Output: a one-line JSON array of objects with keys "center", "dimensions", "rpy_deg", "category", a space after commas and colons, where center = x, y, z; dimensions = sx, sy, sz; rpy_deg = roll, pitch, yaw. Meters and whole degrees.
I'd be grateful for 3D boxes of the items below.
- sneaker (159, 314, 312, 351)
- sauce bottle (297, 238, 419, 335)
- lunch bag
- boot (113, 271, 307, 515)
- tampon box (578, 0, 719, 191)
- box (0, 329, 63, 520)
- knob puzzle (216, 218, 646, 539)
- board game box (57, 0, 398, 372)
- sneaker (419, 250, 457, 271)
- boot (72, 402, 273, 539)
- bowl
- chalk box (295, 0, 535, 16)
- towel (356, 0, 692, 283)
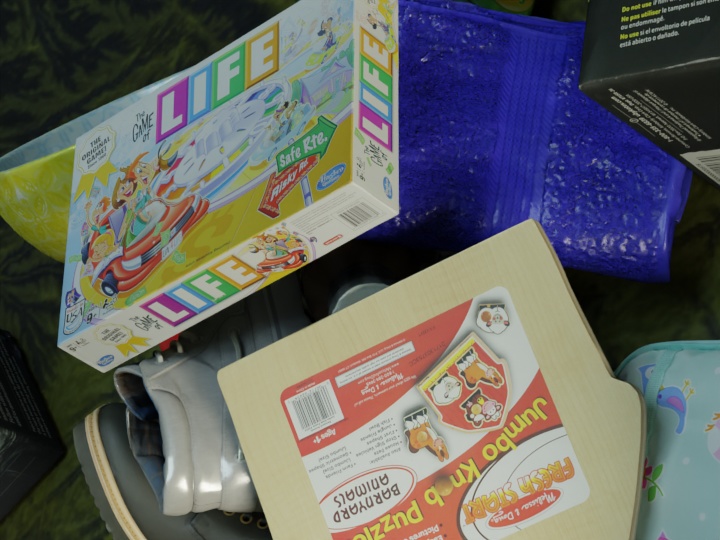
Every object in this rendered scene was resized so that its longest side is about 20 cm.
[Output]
[{"center": [-0.060, 0.054, 1.354], "dimensions": [0.200, 0.085, 0.077], "rpy_deg": [37, 95, 45], "category": "sneaker"}, {"center": [0.000, 0.000, 1.272], "dimensions": [0.065, 0.065, 0.200], "rpy_deg": [-54, 12, 8], "category": "sauce bottle"}, {"center": [0.166, 0.132, 1.115], "dimensions": [0.160, 0.077, 0.200], "rpy_deg": [1, 71, 42], "category": "lunch bag"}, {"center": [-0.079, 0.042, 1.252], "dimensions": [0.200, 0.096, 0.074], "rpy_deg": [-110, 23, -46], "category": "boot"}, {"center": [0.201, -0.159, 1.174], "dimensions": [0.126, 0.150, 0.200], "rpy_deg": [-8, 65, 38], "category": "tampon box"}, {"center": [-0.326, 0.110, 1.489], "dimensions": [0.200, 0.197, 0.124], "rpy_deg": [-47, 46, 15], "category": "box"}, {"center": [0.046, 0.102, 1.144], "dimensions": [0.220, 0.030, 0.220], "rpy_deg": [-3, 82, 21], "category": "knob puzzle"}, {"center": [-0.066, -0.047, 1.214], "dimensions": [0.200, 0.034, 0.135], "rpy_deg": [-28, 45, 33], "category": "board game box"}, {"center": [0.066, -0.010, 1.283], "dimensions": [0.088, 0.080, 0.200], "rpy_deg": [122, 163, -57], "category": "sneaker"}, {"center": [-0.042, 0.124, 1.267], "dimensions": [0.138, 0.077, 0.200], "rpy_deg": [-38, 90, 23], "category": "boot"}, {"center": [-0.108, -0.049, 1.417], "dimensions": [0.200, 0.200, 0.108], "rpy_deg": [-18, 102, 35], "category": "bowl"}, {"center": [0.027, -0.197, 1.355], "dimensions": [0.124, 0.125, 0.200], "rpy_deg": [1, 64, 44], "category": "chalk box"}, {"center": [0.068, -0.075, 1.234], "dimensions": [0.200, 0.050, 0.148], "rpy_deg": [8, 58, 5], "category": "towel"}]
